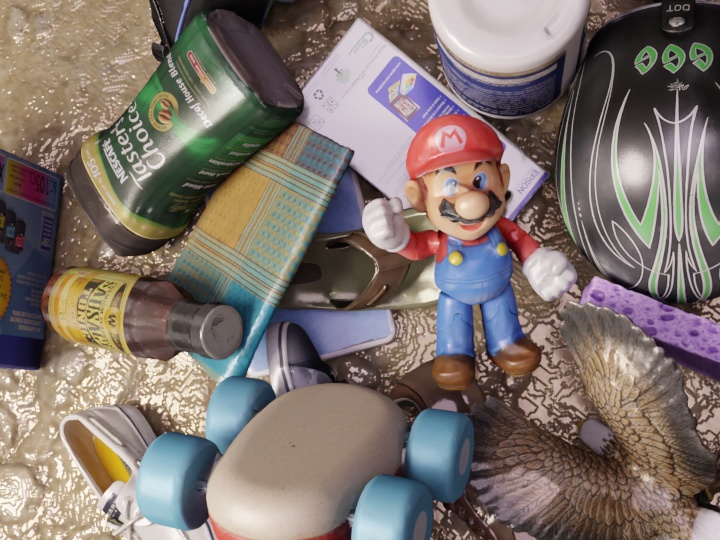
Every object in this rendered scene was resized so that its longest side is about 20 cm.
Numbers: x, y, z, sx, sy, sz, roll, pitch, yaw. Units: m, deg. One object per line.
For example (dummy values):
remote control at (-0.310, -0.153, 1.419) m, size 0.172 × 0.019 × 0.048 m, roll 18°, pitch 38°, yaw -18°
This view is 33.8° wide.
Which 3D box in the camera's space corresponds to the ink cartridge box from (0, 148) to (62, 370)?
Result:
ink cartridge box at (-0.310, 0.007, 0.946) m, size 0.076 × 0.136 × 0.201 m, roll 5°, pitch 85°, yaw 13°

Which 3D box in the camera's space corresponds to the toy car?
toy car at (-0.031, 0.196, 0.805) m, size 0.183 × 0.177 × 0.201 m, roll 8°, pitch 113°, yaw 20°

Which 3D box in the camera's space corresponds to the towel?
towel at (-0.087, -0.022, 0.920) m, size 0.147 × 0.022 × 0.201 m, roll 33°, pitch 96°, yaw 51°

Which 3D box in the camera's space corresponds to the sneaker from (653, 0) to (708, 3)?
sneaker at (0.172, -0.260, 0.935) m, size 0.146 × 0.077 × 0.203 m, roll -24°, pitch 72°, yaw -7°

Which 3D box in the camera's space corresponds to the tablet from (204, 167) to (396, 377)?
tablet at (-0.055, -0.023, 0.978) m, size 0.129 × 0.014 × 0.201 m, roll -15°, pitch 82°, yaw 6°

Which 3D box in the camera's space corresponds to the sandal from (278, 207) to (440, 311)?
sandal at (-0.001, 0.001, 0.924) m, size 0.200 × 0.057 × 0.080 m, roll -10°, pitch 101°, yaw 10°

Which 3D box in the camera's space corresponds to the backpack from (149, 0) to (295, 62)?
backpack at (-0.121, -0.297, 0.938) m, size 0.146 × 0.183 × 0.201 m, roll -20°, pitch 79°, yaw -19°

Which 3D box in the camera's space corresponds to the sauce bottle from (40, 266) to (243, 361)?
sauce bottle at (-0.170, 0.034, 0.913) m, size 0.199 × 0.066 × 0.066 m, roll 4°, pitch 83°, yaw 44°

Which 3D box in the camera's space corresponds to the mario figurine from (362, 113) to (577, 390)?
mario figurine at (0.078, -0.011, 0.843) m, size 0.106 × 0.123 × 0.201 m, roll 7°, pitch 116°, yaw 45°

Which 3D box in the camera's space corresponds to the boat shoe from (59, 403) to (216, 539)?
boat shoe at (-0.169, 0.181, 0.910) m, size 0.200 × 0.070 × 0.071 m, roll 51°, pitch 118°, yaw 29°

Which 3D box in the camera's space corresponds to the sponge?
sponge at (0.258, 0.059, 0.880) m, size 0.199 × 0.112 × 0.030 m, roll 21°, pitch 85°, yaw 9°

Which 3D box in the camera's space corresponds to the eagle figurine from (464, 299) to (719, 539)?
eagle figurine at (0.186, 0.135, 0.853) m, size 0.200 × 0.151 × 0.152 m, roll 34°, pitch 62°, yaw -32°

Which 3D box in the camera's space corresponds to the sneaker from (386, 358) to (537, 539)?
sneaker at (0.086, 0.165, 0.913) m, size 0.075 × 0.070 × 0.201 m, roll -25°, pitch 71°, yaw 0°

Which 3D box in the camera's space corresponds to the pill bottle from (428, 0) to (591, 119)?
pill bottle at (0.111, -0.176, 0.878) m, size 0.110 × 0.200 × 0.112 m, roll -1°, pitch 83°, yaw 8°

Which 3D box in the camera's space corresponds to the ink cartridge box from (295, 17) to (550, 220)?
ink cartridge box at (0.045, -0.101, 0.954) m, size 0.200 × 0.039 × 0.100 m, roll 40°, pitch 90°, yaw 3°

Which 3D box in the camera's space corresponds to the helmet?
helmet at (0.233, -0.076, 0.863) m, size 0.199 × 0.200 × 0.192 m, roll 3°, pitch 72°, yaw 8°

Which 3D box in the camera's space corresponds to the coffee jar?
coffee jar at (-0.144, -0.102, 0.931) m, size 0.200 × 0.085 × 0.105 m, roll -42°, pitch 75°, yaw 27°

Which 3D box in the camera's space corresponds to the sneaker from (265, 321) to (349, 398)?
sneaker at (-0.012, 0.129, 0.925) m, size 0.079 × 0.078 × 0.201 m, roll -17°, pitch 93°, yaw 11°
